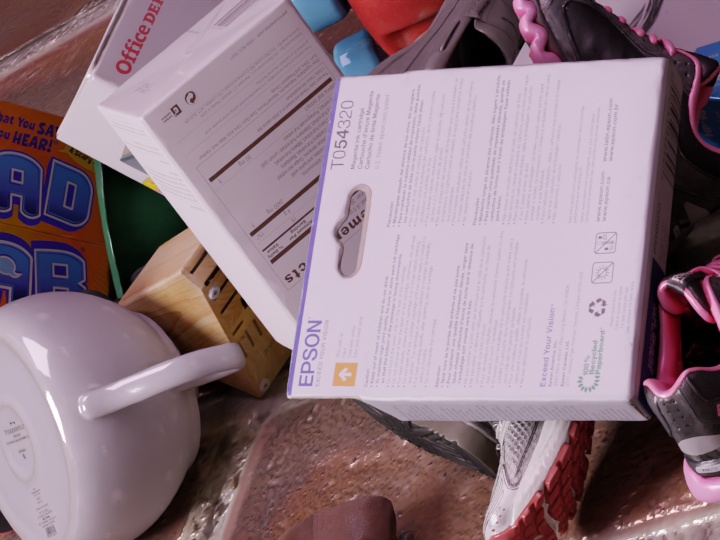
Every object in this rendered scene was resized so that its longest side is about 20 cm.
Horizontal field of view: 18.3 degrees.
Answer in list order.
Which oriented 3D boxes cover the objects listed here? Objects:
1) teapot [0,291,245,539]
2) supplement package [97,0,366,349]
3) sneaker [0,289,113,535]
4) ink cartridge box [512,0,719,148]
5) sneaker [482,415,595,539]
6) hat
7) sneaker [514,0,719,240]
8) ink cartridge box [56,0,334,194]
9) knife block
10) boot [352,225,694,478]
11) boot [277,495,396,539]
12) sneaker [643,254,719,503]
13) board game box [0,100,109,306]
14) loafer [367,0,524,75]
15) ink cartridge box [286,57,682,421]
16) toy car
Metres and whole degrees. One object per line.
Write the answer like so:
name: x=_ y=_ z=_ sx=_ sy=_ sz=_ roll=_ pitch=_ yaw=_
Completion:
teapot: x=-0.174 y=0.096 z=1.542 sx=0.145 sy=0.199 sz=0.200 roll=-18 pitch=40 yaw=-31
supplement package: x=-0.048 y=-0.057 z=1.386 sx=0.120 sy=0.201 sz=0.121 roll=-40 pitch=19 yaw=-10
sneaker: x=-0.254 y=0.101 z=1.710 sx=0.201 sy=0.073 sz=0.087 roll=-61 pitch=18 yaw=-3
ink cartridge box: x=0.170 y=-0.132 z=1.390 sx=0.199 sy=0.067 sz=0.116 roll=8 pitch=55 yaw=34
sneaker: x=0.091 y=0.070 z=1.234 sx=0.081 sy=0.078 sz=0.201 roll=5 pitch=51 yaw=11
hat: x=-0.110 y=-0.059 z=1.747 sx=0.174 sy=0.166 sz=0.202 roll=-10 pitch=73 yaw=0
sneaker: x=0.156 y=-0.110 z=1.288 sx=0.095 sy=0.201 sz=0.079 roll=-28 pitch=-16 yaw=8
ink cartridge box: x=-0.111 y=-0.126 z=1.697 sx=0.088 sy=0.199 sz=0.146 roll=-50 pitch=15 yaw=47
knife block: x=-0.134 y=0.014 z=1.581 sx=0.174 sy=0.201 sz=0.064 roll=20 pitch=64 yaw=29
boot: x=0.088 y=0.019 z=1.360 sx=0.181 sy=0.073 sz=0.201 roll=21 pitch=75 yaw=47
boot: x=0.016 y=0.181 z=1.249 sx=0.186 sy=0.064 sz=0.201 roll=-32 pitch=24 yaw=20
sneaker: x=0.196 y=0.021 z=1.174 sx=0.079 sy=0.095 sz=0.201 roll=-23 pitch=32 yaw=39
board game box: x=-0.339 y=-0.018 z=1.805 sx=0.199 sy=0.199 sz=0.202 roll=-14 pitch=69 yaw=46
loafer: x=0.076 y=-0.144 z=1.460 sx=0.069 sy=0.070 sz=0.200 roll=20 pitch=57 yaw=39
ink cartridge box: x=0.069 y=-0.016 z=1.211 sx=0.198 sy=0.043 sz=0.198 roll=-1 pitch=68 yaw=26
toy car: x=0.061 y=-0.158 z=1.567 sx=0.183 sy=0.177 sz=0.201 roll=-24 pitch=43 yaw=13
